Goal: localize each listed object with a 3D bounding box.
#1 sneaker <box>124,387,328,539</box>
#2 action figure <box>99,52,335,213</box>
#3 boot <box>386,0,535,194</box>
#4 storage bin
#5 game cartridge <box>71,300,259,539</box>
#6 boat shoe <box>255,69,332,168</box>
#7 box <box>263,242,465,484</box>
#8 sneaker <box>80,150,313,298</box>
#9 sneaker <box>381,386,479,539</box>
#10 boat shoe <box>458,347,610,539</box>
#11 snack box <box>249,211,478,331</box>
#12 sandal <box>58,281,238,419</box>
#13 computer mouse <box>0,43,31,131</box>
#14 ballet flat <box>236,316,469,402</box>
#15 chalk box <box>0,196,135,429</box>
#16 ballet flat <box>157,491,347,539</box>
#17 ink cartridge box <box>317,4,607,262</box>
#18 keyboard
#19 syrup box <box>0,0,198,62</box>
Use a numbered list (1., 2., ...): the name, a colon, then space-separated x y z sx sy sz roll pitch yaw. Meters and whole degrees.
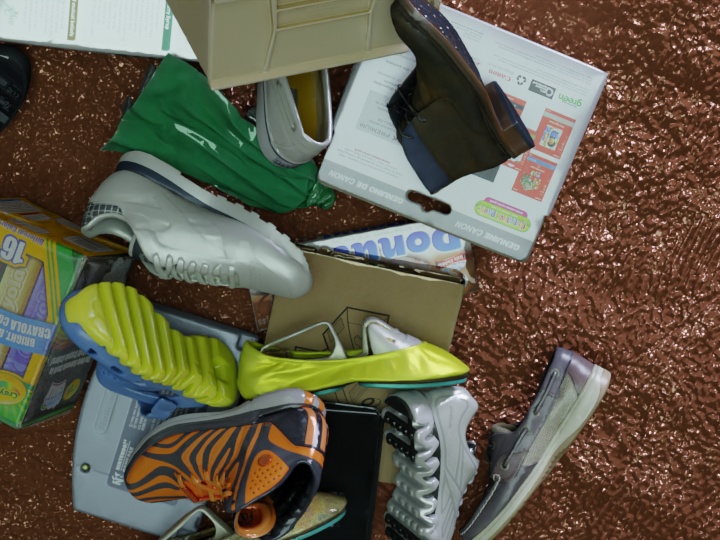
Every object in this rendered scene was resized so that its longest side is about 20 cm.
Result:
1. sneaker: -0.118 0.177 1.370 0.199 0.112 0.078 -25 133 24
2. action figure: -0.107 -0.102 1.399 0.200 0.055 0.118 29 130 -20
3. boot: 0.054 -0.131 1.279 0.097 0.075 0.200 -32 135 13
4. storage bin: -0.061 -0.254 1.287 0.198 0.200 0.094 -14 140 -20
5. game cartridge: -0.182 0.132 1.458 0.133 0.041 0.201 18 99 -7
6. boat shoe: -0.054 -0.189 1.360 0.071 0.070 0.201 5 76 -35
7. box: -0.007 0.085 1.443 0.163 0.021 0.201 11 107 -4
8. sneaker: -0.135 -0.019 1.368 0.199 0.076 0.081 26 61 10
9. sneaker: 0.068 0.192 1.442 0.081 0.075 0.201 -15 120 -28
10. boat shoe: 0.143 0.157 1.453 0.065 0.072 0.200 36 100 6
11. snack box: 0.000 0.000 1.443 0.199 0.024 0.072 -10 102 1
12. sandal: -0.187 0.076 1.360 0.087 0.080 0.200 -22 144 22
13. computer mouse: -0.357 -0.118 1.420 0.200 0.034 0.059 -45 114 11
14. ballet flat: -0.009 0.074 1.397 0.199 0.067 0.067 -7 94 3
15. chalk box: -0.297 0.052 1.387 0.123 0.124 0.201 25 97 10
16. ballet flat: -0.110 0.226 1.425 0.199 0.071 0.071 -27 99 8
17. ink cartridge box: 0.081 -0.125 1.393 0.199 0.084 0.176 22 97 -4
18. keyboard: -0.050 0.207 1.462 0.126 0.021 0.201 5 110 -5
19. syrup box: -0.204 -0.222 1.376 0.199 0.079 0.082 7 98 -2
